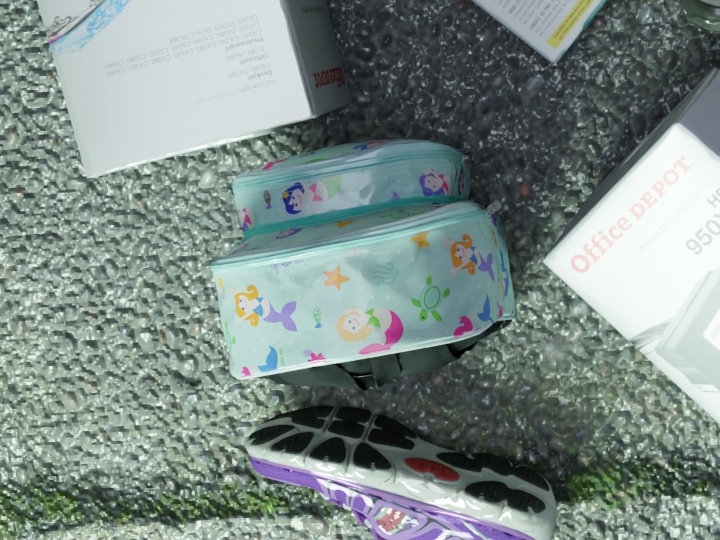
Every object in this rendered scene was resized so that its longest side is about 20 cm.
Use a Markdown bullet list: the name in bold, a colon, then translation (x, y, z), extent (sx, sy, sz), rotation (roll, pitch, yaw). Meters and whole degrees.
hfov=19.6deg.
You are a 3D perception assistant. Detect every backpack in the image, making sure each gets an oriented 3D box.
- **backpack**: translation (0.000, 0.000, 1.230), extent (0.177, 0.200, 0.151), rotation (-10, 96, 11)

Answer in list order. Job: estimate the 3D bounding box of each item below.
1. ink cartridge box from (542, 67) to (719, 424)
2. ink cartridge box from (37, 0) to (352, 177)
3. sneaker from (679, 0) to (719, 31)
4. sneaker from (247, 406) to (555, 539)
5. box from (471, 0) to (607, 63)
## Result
- **ink cartridge box**: translation (0.231, 0.002, 1.228), extent (0.200, 0.084, 0.145), rotation (42, 131, 1)
- **ink cartridge box**: translation (-0.106, -0.173, 1.249), extent (0.146, 0.147, 0.200), rotation (-14, 95, 10)
- **sneaker**: translation (0.218, -0.233, 1.161), extent (0.074, 0.079, 0.201), rotation (16, 91, 21)
- **sneaker**: translation (0.020, 0.148, 1.307), extent (0.200, 0.081, 0.084), rotation (19, 113, 9)
- **box**: translation (0.066, -0.218, 1.265), extent (0.200, 0.049, 0.082), rotation (39, 101, 2)
